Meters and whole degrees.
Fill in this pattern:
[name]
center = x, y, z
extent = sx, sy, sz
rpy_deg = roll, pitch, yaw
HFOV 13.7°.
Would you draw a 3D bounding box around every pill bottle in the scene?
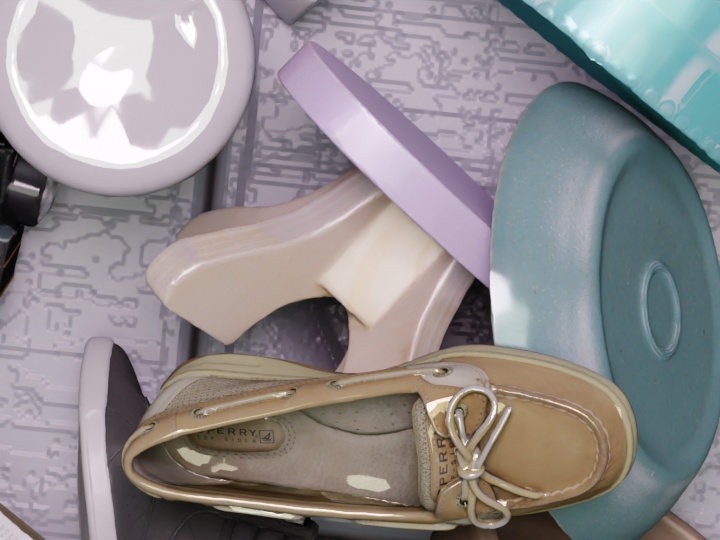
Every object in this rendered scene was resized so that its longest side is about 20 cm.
[pill bottle]
center = -0.098, -0.087, 1.251
extent = 0.109, 0.200, 0.110
rpy_deg = 0, 93, -2

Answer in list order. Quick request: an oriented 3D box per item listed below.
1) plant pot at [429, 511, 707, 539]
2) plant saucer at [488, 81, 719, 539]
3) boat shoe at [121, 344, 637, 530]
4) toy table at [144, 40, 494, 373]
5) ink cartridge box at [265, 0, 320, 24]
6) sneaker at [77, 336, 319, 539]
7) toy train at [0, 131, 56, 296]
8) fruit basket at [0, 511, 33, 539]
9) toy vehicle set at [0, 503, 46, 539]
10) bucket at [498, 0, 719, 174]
[plant pot]
center = 0.078, 0.205, 1.295
extent = 0.200, 0.200, 0.175
rpy_deg = 38, 113, -4
[plant saucer]
center = 0.113, 0.018, 1.269
extent = 0.036, 0.200, 0.201
rpy_deg = -6, 94, 27
[boat shoe]
center = 0.007, 0.070, 1.179
extent = 0.199, 0.063, 0.074
rpy_deg = 5, 112, 15
[toy table]
center = 0.000, 0.000, 1.282
extent = 0.117, 0.184, 0.200
rpy_deg = -46, 127, 7
[ink cartridge box]
center = -0.054, -0.189, 1.246
extent = 0.057, 0.200, 0.163
rpy_deg = -42, 93, -6
[sneaker]
center = -0.070, 0.107, 1.293
extent = 0.099, 0.201, 0.071
rpy_deg = -6, 136, -8
[toy train]
center = -0.236, -0.031, 1.314
extent = 0.199, 0.085, 0.115
rpy_deg = 13, 102, -2
[fruit basket]
center = -0.203, 0.183, 1.307
extent = 0.200, 0.094, 0.185
rpy_deg = 43, 92, -19
[toy vehicle set]
center = -0.231, 0.178, 1.350
extent = 0.124, 0.027, 0.200
rpy_deg = 37, 92, -4
[bucket]
center = 0.135, -0.140, 1.260
extent = 0.207, 0.207, 0.135
rpy_deg = 39, 94, -4
